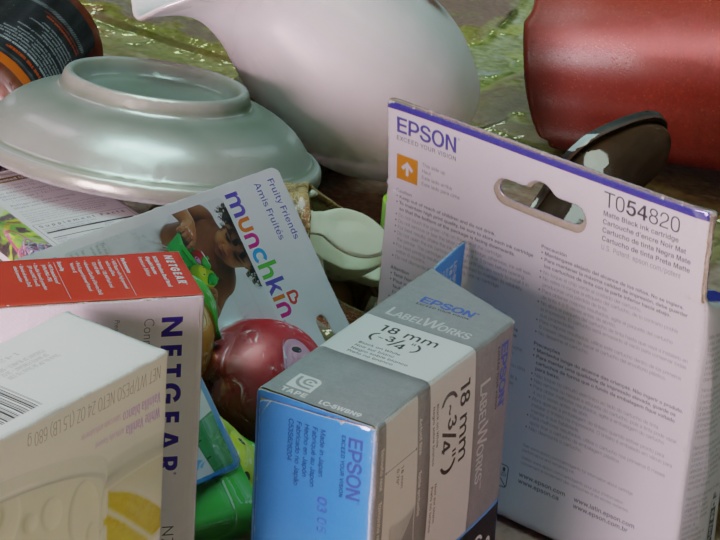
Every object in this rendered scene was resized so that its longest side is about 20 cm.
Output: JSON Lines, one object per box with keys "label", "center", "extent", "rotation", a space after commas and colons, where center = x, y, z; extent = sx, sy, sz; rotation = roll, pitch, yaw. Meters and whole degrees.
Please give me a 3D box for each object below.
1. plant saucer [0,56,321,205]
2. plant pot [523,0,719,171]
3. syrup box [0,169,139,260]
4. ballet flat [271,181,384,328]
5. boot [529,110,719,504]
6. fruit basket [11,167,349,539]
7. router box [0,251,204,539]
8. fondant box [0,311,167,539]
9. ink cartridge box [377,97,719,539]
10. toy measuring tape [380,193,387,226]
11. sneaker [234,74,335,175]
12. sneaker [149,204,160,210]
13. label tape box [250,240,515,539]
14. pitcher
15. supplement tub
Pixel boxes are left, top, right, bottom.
{"label": "plant saucer", "center": [-0.118, -0.085, 1.631], "extent": [0.200, 0.050, 0.200], "rotation": [8, 16, -2]}
{"label": "plant pot", "center": [0.216, -0.147, 1.838], "extent": [0.195, 0.201, 0.201], "rotation": [3, 23, 20]}
{"label": "syrup box", "center": [-0.144, 0.016, 1.541], "extent": [0.081, 0.079, 0.200], "rotation": [-14, 30, -32]}
{"label": "ballet flat", "center": [0.000, 0.000, 1.526], "extent": [0.065, 0.071, 0.200], "rotation": [-11, -17, 31]}
{"label": "boot", "center": [0.160, 0.025, 1.485], "extent": [0.200, 0.064, 0.186], "rotation": [39, 63, 24]}
{"label": "fruit basket", "center": [-0.068, 0.056, 1.366], "extent": [0.200, 0.186, 0.094], "rotation": [-22, -5, -37]}
{"label": "router box", "center": [-0.161, 0.095, 1.218], "extent": [0.179, 0.200, 0.049], "rotation": [-4, 25, -16]}
{"label": "fondant box", "center": [-0.143, 0.134, 1.135], "extent": [0.058, 0.200, 0.144], "rotation": [21, 29, 30]}
{"label": "ink cartridge box", "center": [0.092, 0.030, 1.398], "extent": [0.199, 0.200, 0.041], "rotation": [23, 31, 35]}
{"label": "toy measuring tape", "center": [0.046, -0.037, 1.707], "extent": [0.073, 0.074, 0.200], "rotation": [4, 15, 1]}
{"label": "sneaker", "center": [-0.035, -0.091, 1.804], "extent": [0.075, 0.071, 0.200], "rotation": [18, 29, 17]}
{"label": "sneaker", "center": [-0.085, 0.005, 1.597], "extent": [0.099, 0.078, 0.200], "rotation": [-5, 16, -3]}
{"label": "label tape box", "center": [0.025, 0.089, 1.324], "extent": [0.063, 0.145, 0.200], "rotation": [16, 27, 25]}
{"label": "pitcher", "center": [-0.008, -0.156, 1.703], "extent": [0.200, 0.172, 0.121], "rotation": [37, 22, -28]}
{"label": "supplement tub", "center": [-0.232, -0.104, 1.761], "extent": [0.107, 0.107, 0.200], "rotation": [8, 24, 9]}
